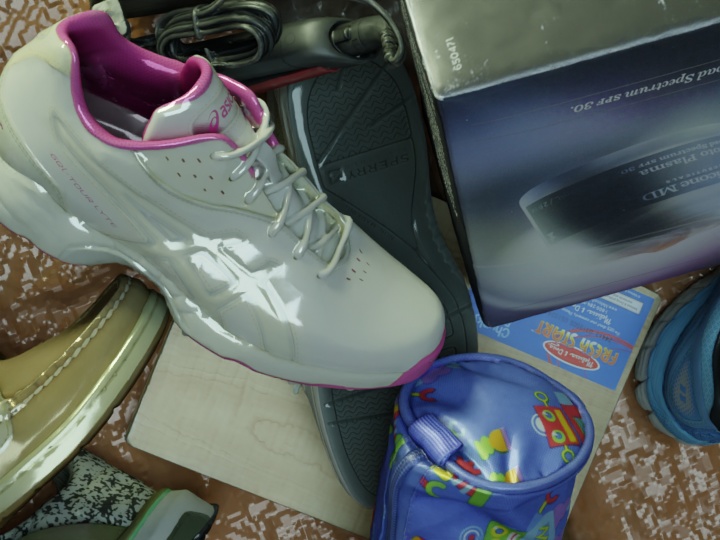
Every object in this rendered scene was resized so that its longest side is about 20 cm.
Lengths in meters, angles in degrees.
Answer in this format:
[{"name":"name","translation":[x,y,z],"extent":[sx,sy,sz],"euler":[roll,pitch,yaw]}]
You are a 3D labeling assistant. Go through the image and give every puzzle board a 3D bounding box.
[{"name":"puzzle board","translation":[0.016,0.042,0.885],"extent":[0.199,0.017,0.151],"euler":[22,92,-11]}]

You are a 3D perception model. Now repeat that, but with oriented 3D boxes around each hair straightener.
[{"name":"hair straightener","translation":[-0.068,-0.077,0.769],"extent":[0.077,0.199,0.041],"euler":[16,74,-49]}]

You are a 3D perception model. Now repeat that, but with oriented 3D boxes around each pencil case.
[{"name":"pencil case","translation":[0.034,0.132,0.828],"extent":[0.087,0.078,0.201],"euler":[-17,133,-37]}]

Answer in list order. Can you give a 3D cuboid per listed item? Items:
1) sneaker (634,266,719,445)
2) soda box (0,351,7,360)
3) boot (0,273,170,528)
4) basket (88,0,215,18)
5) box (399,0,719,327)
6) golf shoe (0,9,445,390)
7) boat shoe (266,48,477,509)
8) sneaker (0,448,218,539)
[{"name":"sneaker","translation":[0.200,-0.006,0.868],"extent":[0.078,0.090,0.200],"euler":[29,89,-11]},{"name":"soda box","translation":[-0.230,0.096,0.830],"extent":[0.200,0.064,0.068],"euler":[-39,100,-3]},{"name":"boot","translation":[-0.187,0.036,0.764],"extent":[0.200,0.072,0.155],"euler":[-42,97,-1]},{"name":"basket","translation":[-0.006,-0.187,0.796],"extent":[0.199,0.136,0.181],"euler":[-2,116,-12]},{"name":"box","translation":[0.120,-0.089,0.765],"extent":[0.199,0.199,0.124],"euler":[-15,65,2]},{"name":"golf shoe","translation":[-0.049,-0.024,0.746],"extent":[0.199,0.075,0.092],"euler":[27,133,-10]},{"name":"boat shoe","translation":[-0.002,0.000,0.844],"extent":[0.074,0.065,0.203],"euler":[-16,103,-18]},{"name":"sneaker","translation":[-0.146,0.143,0.817],"extent":[0.088,0.200,0.077],"euler":[35,134,9]}]
